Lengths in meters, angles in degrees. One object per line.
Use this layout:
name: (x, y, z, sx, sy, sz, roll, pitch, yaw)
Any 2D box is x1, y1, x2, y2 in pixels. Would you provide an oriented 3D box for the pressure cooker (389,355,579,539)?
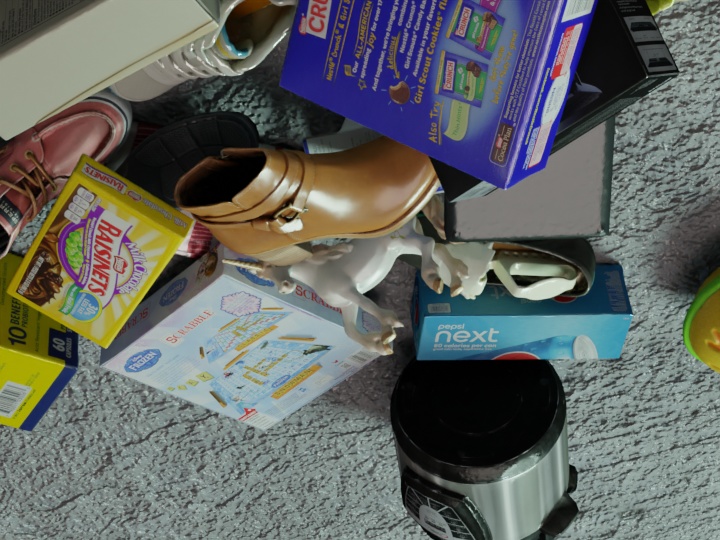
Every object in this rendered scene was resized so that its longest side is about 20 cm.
pressure cooker: (0.123, 0.181, 1.683, 0.177, 0.177, 0.201, -10, 141, 0)

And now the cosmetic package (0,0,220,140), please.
cosmetic package: (-0.205, -0.191, 1.265, 0.199, 0.104, 0.073, -24, 137, 21)

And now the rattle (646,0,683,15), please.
rattle: (0.223, -0.220, 1.227, 0.199, 0.143, 0.130, -12, 125, 52)

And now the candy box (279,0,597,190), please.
candy box: (0.056, -0.178, 1.213, 0.199, 0.077, 0.171, 27, 117, 22)

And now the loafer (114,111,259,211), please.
loafer: (-0.165, -0.077, 1.424, 0.199, 0.063, 0.072, -32, 100, 19)

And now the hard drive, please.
hard drive: (0.137, -0.118, 1.393, 0.138, 0.033, 0.202, -2, 119, -1)

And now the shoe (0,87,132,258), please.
shoe: (-0.269, -0.071, 1.396, 0.199, 0.091, 0.072, -29, 122, 26)

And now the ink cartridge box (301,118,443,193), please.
ink cartridge box: (0.054, -0.105, 1.450, 0.198, 0.037, 0.095, -11, 139, 2)

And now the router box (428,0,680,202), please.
router box: (0.116, -0.165, 1.267, 0.199, 0.159, 0.052, -31, 168, 38)

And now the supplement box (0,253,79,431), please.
supplement box: (-0.358, 0.047, 1.515, 0.198, 0.110, 0.110, 19, 134, -27)

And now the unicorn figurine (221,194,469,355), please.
unicorn figurine: (0.000, 0.000, 1.495, 0.199, 0.138, 0.074, -36, 161, -16)

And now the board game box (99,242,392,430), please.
board game box: (-0.107, 0.066, 1.602, 0.198, 0.041, 0.199, 25, 137, -33)

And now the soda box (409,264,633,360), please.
soda box: (0.150, 0.040, 1.608, 0.198, 0.065, 0.068, 0, 139, -7)

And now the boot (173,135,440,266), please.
boot: (-0.039, -0.077, 1.358, 0.198, 0.077, 0.155, -22, 155, 20)

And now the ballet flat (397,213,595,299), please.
ballet flat: (0.122, -0.009, 1.544, 0.198, 0.069, 0.068, 4, 133, -12)

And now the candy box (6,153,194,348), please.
candy box: (-0.215, -0.011, 1.393, 0.102, 0.027, 0.200, 29, 142, -10)

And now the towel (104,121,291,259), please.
towel: (-0.134, -0.062, 1.487, 0.198, 0.023, 0.145, 10, 136, -18)

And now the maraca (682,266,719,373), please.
maraca: (0.383, 0.028, 1.592, 0.136, 0.108, 0.200, 15, 135, -22)

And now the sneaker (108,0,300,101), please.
sneaker: (-0.121, -0.182, 1.303, 0.199, 0.081, 0.076, -31, 136, 27)
